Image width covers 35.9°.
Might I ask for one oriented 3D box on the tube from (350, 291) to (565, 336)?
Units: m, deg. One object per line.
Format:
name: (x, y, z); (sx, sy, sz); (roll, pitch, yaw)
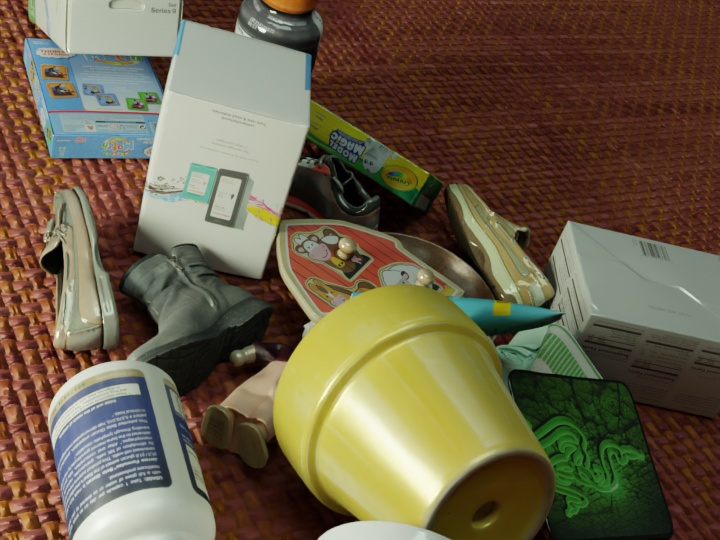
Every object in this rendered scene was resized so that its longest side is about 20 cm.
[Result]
tube: (0.089, 0.045, 1.030); (0.196, 0.051, 0.077); (-1, -1, 8)

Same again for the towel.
towel: (0.200, 0.158, 1.069); (0.153, 0.023, 0.201); (54, 39, -14)

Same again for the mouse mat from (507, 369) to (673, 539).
mouse mat: (0.220, 0.174, 1.044); (0.198, 0.007, 0.163); (9, 59, -41)

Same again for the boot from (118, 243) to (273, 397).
boot: (-0.187, 0.046, 1.061); (0.131, 0.071, 0.199); (34, 28, 19)

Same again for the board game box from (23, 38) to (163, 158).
board game box: (-0.310, -0.207, 1.323); (0.149, 0.037, 0.201); (-2, 44, -26)

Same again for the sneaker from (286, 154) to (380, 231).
sneaker: (-0.048, -0.110, 1.288); (0.199, 0.083, 0.077); (36, 40, 18)

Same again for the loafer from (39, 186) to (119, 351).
loafer: (-0.282, -0.006, 1.074); (0.062, 0.073, 0.202); (-8, 49, -22)

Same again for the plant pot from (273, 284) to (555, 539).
plant pot: (0.054, 0.144, 0.909); (0.198, 0.204, 0.189); (-6, 32, -30)

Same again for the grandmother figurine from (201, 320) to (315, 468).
grandmother figurine: (-0.069, 0.103, 1.048); (0.120, 0.061, 0.200); (32, 37, 15)

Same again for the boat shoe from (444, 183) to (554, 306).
boat shoe: (0.161, -0.030, 1.283); (0.075, 0.072, 0.202); (-23, 56, -4)

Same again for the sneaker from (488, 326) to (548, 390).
sneaker: (0.143, 0.079, 1.113); (0.119, 0.073, 0.201); (62, 38, -18)

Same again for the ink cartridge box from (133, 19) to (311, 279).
ink cartridge box: (-0.145, -0.124, 1.165); (0.143, 0.202, 0.148); (13, 38, -12)

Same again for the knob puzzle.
knob puzzle: (0.000, 0.000, 1.144); (0.216, 0.031, 0.221); (18, 35, -13)

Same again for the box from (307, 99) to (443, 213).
box: (-0.001, -0.142, 1.329); (0.199, 0.049, 0.117); (35, 5, 12)

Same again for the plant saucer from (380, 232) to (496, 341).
plant saucer: (0.053, 0.036, 1.199); (0.197, 0.035, 0.202); (13, 39, -11)

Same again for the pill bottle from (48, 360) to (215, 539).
pill bottle: (-0.175, 0.179, 0.863); (0.109, 0.112, 0.201); (-1, 43, -25)

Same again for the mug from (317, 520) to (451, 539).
mug: (0.032, 0.309, 0.793); (0.199, 0.147, 0.177); (40, 43, -23)

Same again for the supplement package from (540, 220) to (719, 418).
supplement package: (0.310, 0.054, 1.231); (0.196, 0.112, 0.157); (12, 39, -11)

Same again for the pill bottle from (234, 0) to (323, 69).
pill bottle: (-0.106, -0.263, 1.348); (0.104, 0.202, 0.107); (12, 38, -10)

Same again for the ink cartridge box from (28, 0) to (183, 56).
ink cartridge box: (-0.321, -0.331, 1.381); (0.143, 0.089, 0.200); (-5, 24, -29)
